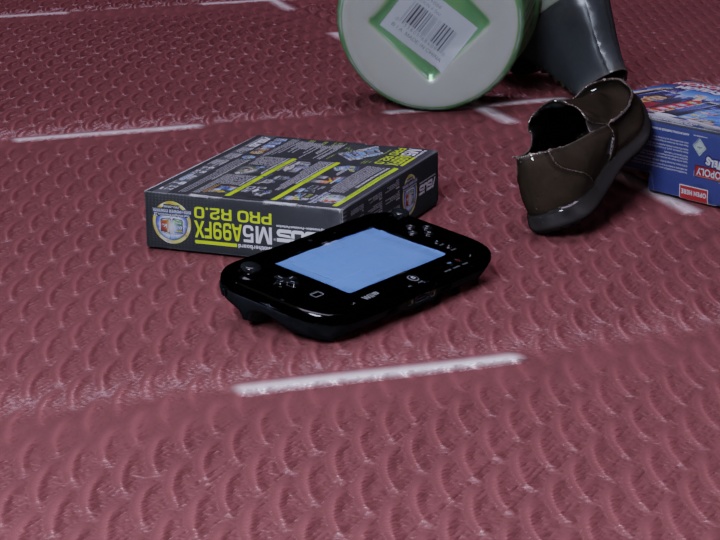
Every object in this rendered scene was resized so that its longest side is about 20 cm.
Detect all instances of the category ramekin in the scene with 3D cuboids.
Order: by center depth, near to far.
[{"bbox_3d":[0.071,-0.250,1.930,0.198,0.201,0.098,2,24,7],"label":"ramekin"}]

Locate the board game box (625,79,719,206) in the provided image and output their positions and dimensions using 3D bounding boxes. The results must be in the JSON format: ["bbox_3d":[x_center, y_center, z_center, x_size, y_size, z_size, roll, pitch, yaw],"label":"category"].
[{"bbox_3d":[0.307,-0.109,1.669,0.199,0.062,0.199,-12,20,-38],"label":"board game box"}]

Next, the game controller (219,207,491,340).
[{"bbox_3d":[0.000,0.000,1.338,0.104,0.042,0.200,11,21,35],"label":"game controller"}]

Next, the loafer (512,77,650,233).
[{"bbox_3d":[0.169,-0.105,1.547,0.073,0.072,0.200,-15,23,27],"label":"loafer"}]

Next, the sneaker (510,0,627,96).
[{"bbox_3d":[0.196,-0.208,2.013,0.074,0.107,0.200,-13,-10,-18],"label":"sneaker"}]

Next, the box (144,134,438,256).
[{"bbox_3d":[-0.048,-0.056,1.526,0.159,0.045,0.200,6,18,21],"label":"box"}]
